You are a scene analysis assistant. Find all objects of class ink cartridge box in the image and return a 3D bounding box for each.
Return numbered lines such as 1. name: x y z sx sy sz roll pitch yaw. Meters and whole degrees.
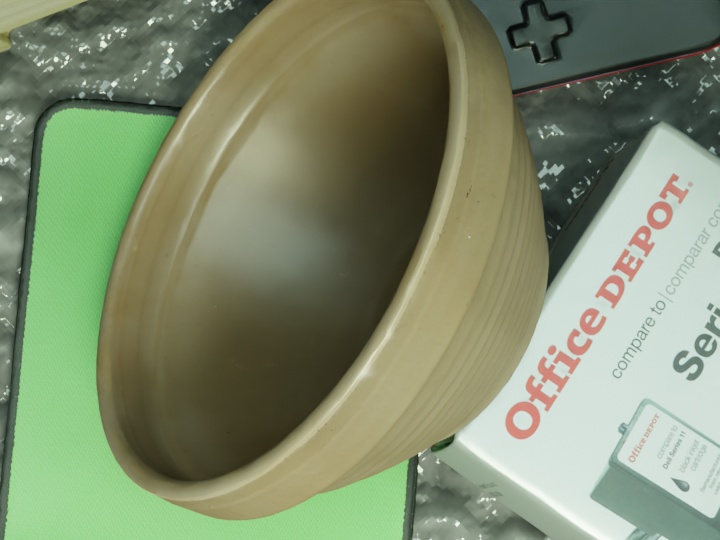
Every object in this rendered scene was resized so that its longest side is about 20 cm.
1. ink cartridge box: 0.145 0.061 0.780 0.199 0.083 0.147 34 82 1

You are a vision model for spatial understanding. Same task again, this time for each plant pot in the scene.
1. plant pot: 0.000 0.000 0.735 0.092 0.200 0.202 27 81 -31

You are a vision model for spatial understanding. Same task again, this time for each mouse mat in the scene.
1. mouse mat: -0.054 0.038 0.805 0.159 0.008 0.202 5 83 -4

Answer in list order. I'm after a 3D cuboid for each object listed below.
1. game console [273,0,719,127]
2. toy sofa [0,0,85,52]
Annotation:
1. game console: 0.041 -0.165 0.819 0.175 0.031 0.202 -13 86 -1
2. toy sofa: -0.075 -0.154 0.759 0.198 0.098 0.084 -19 85 9
